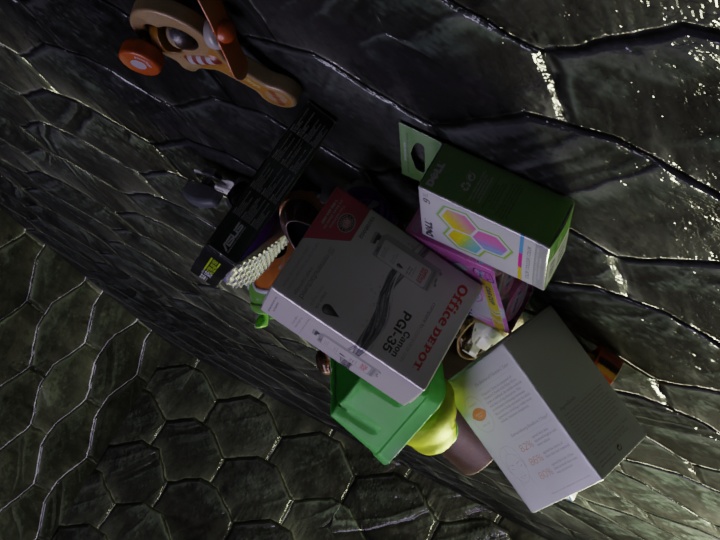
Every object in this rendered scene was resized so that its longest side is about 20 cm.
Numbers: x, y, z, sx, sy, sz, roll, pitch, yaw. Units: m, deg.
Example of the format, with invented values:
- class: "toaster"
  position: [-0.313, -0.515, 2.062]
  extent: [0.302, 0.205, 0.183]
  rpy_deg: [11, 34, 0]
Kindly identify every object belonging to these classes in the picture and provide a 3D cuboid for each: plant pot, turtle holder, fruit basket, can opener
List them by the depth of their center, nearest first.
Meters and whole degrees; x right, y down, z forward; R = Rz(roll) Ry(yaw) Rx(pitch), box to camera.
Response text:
- class: "fruit basket"
  position: [0.062, 0.142, 1.331]
  extent: [0.214, 0.156, 0.217]
  rpy_deg: [28, -150, -18]
- class: "can opener"
  position: [-0.172, -0.097, 1.577]
  extent: [0.199, 0.067, 0.053]
  rpy_deg: [24, 165, 28]
- class: "turtle holder"
  position: [-0.085, 0.004, 1.592]
  extent: [0.140, 0.133, 0.185]
  rpy_deg: [-3, -172, 43]
- class: "plant pot"
  position: [0.125, 0.176, 1.634]
  extent: [0.199, 0.188, 0.187]
  rpy_deg: [32, 166, -7]

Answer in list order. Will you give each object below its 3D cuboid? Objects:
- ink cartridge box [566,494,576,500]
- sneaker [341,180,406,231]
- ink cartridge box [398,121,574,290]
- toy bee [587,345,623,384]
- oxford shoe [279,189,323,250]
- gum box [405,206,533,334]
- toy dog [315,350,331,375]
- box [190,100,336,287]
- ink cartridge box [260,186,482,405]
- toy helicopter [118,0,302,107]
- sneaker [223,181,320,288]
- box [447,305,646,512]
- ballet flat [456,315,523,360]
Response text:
- class: "ink cartridge box"
  position: [0.293, 0.243, 1.623]
  extent: [0.076, 0.137, 0.200]
  rpy_deg: [17, 160, 28]
- class: "sneaker"
  position: [0.034, -0.038, 1.312]
  extent: [0.200, 0.081, 0.083]
  rpy_deg: [35, -177, -43]
- class: "ink cartridge box"
  position: [0.113, -0.064, 1.102]
  extent: [0.199, 0.060, 0.104]
  rpy_deg: [27, 161, 16]
- class: "toy bee"
  position: [0.285, 0.169, 1.451]
  extent: [0.130, 0.109, 0.200]
  rpy_deg: [26, 164, 18]
- class: "oxford shoe"
  position: [-0.037, -0.004, 1.347]
  extent: [0.200, 0.071, 0.073]
  rpy_deg: [49, -160, -23]
- class: "gum box"
  position: [0.129, -0.011, 1.248]
  extent: [0.113, 0.066, 0.200]
  rpy_deg: [26, 165, 23]
- class: "toy dog"
  position: [0.000, 0.172, 1.996]
  extent: [0.194, 0.140, 0.199]
  rpy_deg: [52, 158, -24]
- class: "box"
  position: [-0.116, -0.081, 1.246]
  extent: [0.047, 0.201, 0.193]
  rpy_deg: [35, 166, -4]
- class: "ink cartridge box"
  position: [0.014, 0.029, 1.189]
  extent: [0.199, 0.147, 0.083]
  rpy_deg: [33, 157, -2]
- class: "toy helicopter"
  position: [-0.142, -0.226, 1.117]
  extent: [0.199, 0.080, 0.132]
  rpy_deg: [26, 160, -27]
- class: "sneaker"
  position: [-0.142, -0.061, 1.407]
  extent: [0.099, 0.200, 0.070]
  rpy_deg: [36, 137, 5]
- class: "box"
  position: [0.228, 0.175, 1.360]
  extent: [0.201, 0.106, 0.152]
  rpy_deg: [55, 143, 7]
- class: "ballet flat"
  position: [0.176, 0.089, 1.497]
  extent: [0.068, 0.063, 0.200]
  rpy_deg: [30, 165, 2]
